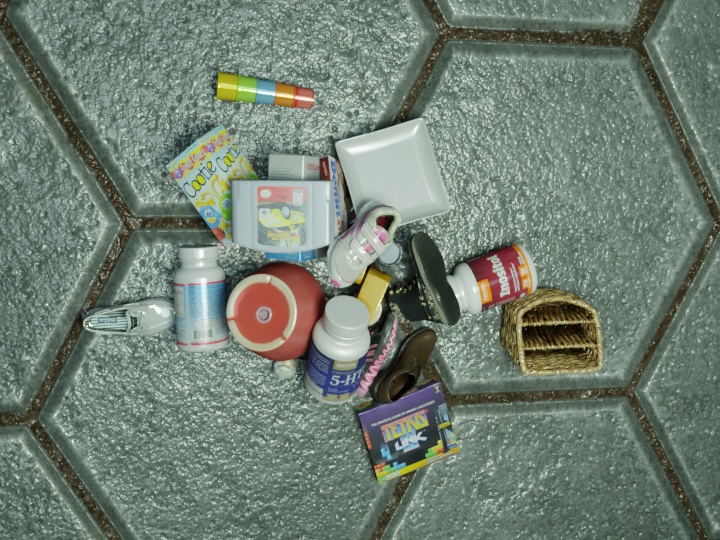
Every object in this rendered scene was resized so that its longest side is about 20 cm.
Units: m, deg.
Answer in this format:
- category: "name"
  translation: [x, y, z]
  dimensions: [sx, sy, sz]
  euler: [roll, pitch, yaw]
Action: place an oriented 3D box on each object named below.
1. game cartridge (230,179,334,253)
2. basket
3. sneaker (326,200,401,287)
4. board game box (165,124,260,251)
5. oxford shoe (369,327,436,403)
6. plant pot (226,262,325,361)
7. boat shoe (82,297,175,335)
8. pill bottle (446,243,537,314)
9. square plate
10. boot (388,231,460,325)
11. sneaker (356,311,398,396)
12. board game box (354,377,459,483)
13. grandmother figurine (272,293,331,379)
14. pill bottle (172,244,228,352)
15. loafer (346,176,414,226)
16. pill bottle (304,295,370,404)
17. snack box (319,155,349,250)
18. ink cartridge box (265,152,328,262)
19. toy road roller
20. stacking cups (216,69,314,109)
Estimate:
- category: "game cartridge"
  translation: [-0.145, -0.101, 1.398]
  dimensions: [0.194, 0.041, 0.137]
  euler: [0, 101, 0]
- category: "basket"
  translation: [0.420, 0.129, 1.619]
  dimensions: [0.194, 0.149, 0.147]
  euler: [0, 111, -10]
- category: "sneaker"
  translation: [0.009, -0.056, 1.417]
  dimensions: [0.081, 0.087, 0.202]
  euler: [42, 67, -24]
- category: "board game box"
  translation: [-0.269, -0.163, 1.472]
  dimensions: [0.104, 0.103, 0.202]
  euler: [-29, 103, 30]
- category: "oxford shoe"
  translation: [0.111, 0.209, 1.607]
  dimensions: [0.073, 0.084, 0.201]
  euler: [46, 71, -23]
- category: "plant pot"
  translation: [-0.174, 0.083, 1.475]
  dimensions: [0.194, 0.177, 0.207]
  euler: [0, 88, 6]
- category: "boat shoe"
  translation: [-0.459, 0.103, 1.507]
  dimensions: [0.194, 0.067, 0.076]
  euler: [-10, 99, -9]
- category: "pill bottle"
  translation: [0.271, 0.025, 1.609]
  dimensions: [0.195, 0.113, 0.116]
  euler: [-20, 100, -7]
- category: "square plate"
  translation: [0.065, -0.189, 1.523]
  dimensions: [0.195, 0.028, 0.203]
  euler: [-16, 87, -9]
- category: "boot"
  translation: [0.109, 0.025, 1.552]
  dimensions: [0.073, 0.151, 0.207]
  euler: [-39, 112, -39]
- category: "sneaker"
  translation: [0.012, 0.167, 1.594]
  dimensions: [0.094, 0.079, 0.203]
  euler: [30, 103, 3]
- category: "board game box"
  translation: [0.103, 0.351, 1.648]
  dimensions: [0.195, 0.057, 0.170]
  euler: [-20, 101, -8]
- category: "grandmother figurine"
  translation: [-0.124, 0.140, 1.582]
  dimensions: [0.120, 0.060, 0.203]
  euler: [30, 94, 15]
- category: "pill bottle"
  translation: [-0.322, 0.054, 1.505]
  dimensions: [0.105, 0.109, 0.206]
  euler: [-2, 97, -10]
- category: "loafer"
  translation: [0.031, -0.162, 1.562]
  dimensions: [0.197, 0.073, 0.072]
  euler: [-29, 100, -7]
- category: "pill bottle"
  translation: [-0.043, 0.156, 1.485]
  dimensions: [0.116, 0.121, 0.204]
  euler: [4, 129, -11]
- category: "snack box"
  translation: [-0.049, -0.119, 1.481]
  dimensions: [0.024, 0.072, 0.206]
  euler: [-9, 84, 21]
- category: "ink cartridge box"
  translation: [-0.121, -0.127, 1.492]
  dimensions: [0.081, 0.145, 0.206]
  euler: [5, 97, 21]
- category: "toy road roller"
  translation: [0.000, 0.000, 1.558]
  dimensions: [0.143, 0.123, 0.205]
  euler: [21, 92, 2]
- category: "stacking cups"
  translation: [-0.190, -0.361, 1.503]
  dimensions: [0.194, 0.060, 0.062]
  euler: [4, 96, -11]
